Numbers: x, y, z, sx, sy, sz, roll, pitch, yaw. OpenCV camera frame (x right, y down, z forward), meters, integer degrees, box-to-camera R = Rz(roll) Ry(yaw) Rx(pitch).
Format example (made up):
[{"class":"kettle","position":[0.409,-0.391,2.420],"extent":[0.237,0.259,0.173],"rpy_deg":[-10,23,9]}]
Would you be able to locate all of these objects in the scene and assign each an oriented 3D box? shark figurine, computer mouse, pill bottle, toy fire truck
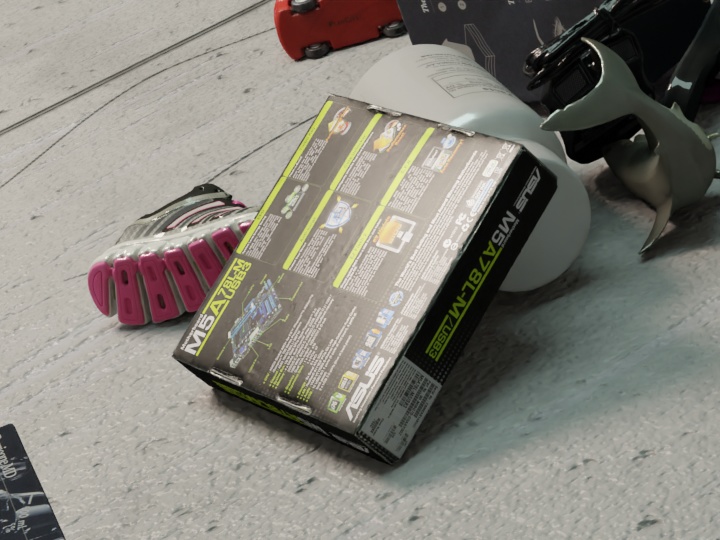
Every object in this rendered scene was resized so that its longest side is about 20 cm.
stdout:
[{"class":"shark figurine","position":[0.183,-0.058,1.610],"extent":[0.128,0.214,0.090],"rpy_deg":[28,84,17]},{"class":"computer mouse","position":[0.169,-0.147,1.668],"extent":[0.140,0.200,0.046],"rpy_deg":[-37,69,3]},{"class":"pill bottle","position":[0.070,-0.064,1.665],"extent":[0.114,0.115,0.200],"rpy_deg":[-21,28,-11]},{"class":"toy fire truck","position":[0.024,-0.240,2.114],"extent":[0.199,0.049,0.141],"rpy_deg":[-15,26,3]}]

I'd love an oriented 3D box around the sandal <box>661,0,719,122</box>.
[{"class":"sandal","position":[0.256,-0.147,1.793],"extent":[0.048,0.076,0.201],"rpy_deg":[20,45,13]}]

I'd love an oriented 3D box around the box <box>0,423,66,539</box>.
[{"class":"box","position":[-0.233,0.192,1.346],"extent":[0.181,0.105,0.200],"rpy_deg":[-20,27,-11]}]

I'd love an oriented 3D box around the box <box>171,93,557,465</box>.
[{"class":"box","position":[0.000,0.000,1.554],"extent":[0.193,0.047,0.201],"rpy_deg":[17,73,52]}]

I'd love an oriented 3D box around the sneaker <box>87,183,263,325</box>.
[{"class":"sneaker","position":[-0.083,-0.021,1.712],"extent":[0.199,0.074,0.088],"rpy_deg":[-10,32,22]}]

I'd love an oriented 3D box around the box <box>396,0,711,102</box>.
[{"class":"box","position":[0.124,-0.232,1.847],"extent":[0.199,0.198,0.117],"rpy_deg":[-1,28,43]}]
